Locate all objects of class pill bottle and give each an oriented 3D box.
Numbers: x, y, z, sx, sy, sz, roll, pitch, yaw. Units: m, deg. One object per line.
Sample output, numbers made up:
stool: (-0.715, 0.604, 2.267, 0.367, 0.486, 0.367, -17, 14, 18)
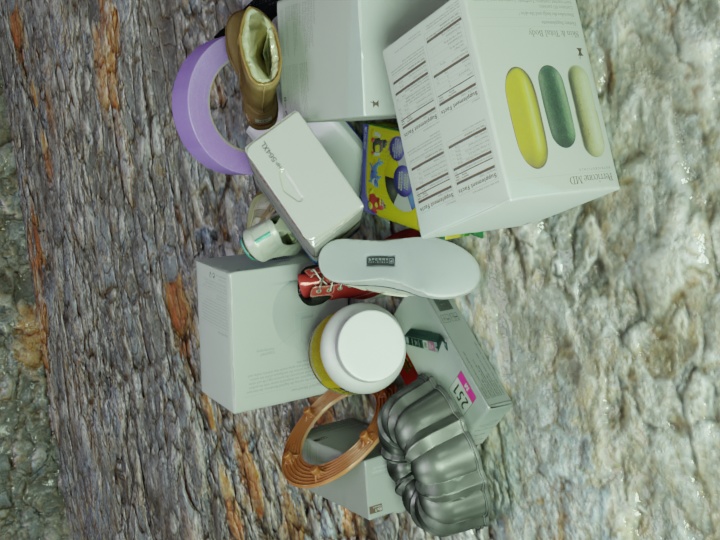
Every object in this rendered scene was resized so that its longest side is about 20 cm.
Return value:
pill bottle: (-0.003, 0.102, 1.297, 0.200, 0.110, 0.115, 144, 116, -78)

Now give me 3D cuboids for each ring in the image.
ring: (-0.033, 0.213, 1.385, 0.019, 0.201, 0.199, 50, 157, -23)

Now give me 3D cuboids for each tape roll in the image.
tape roll: (-0.175, -0.244, 1.486, 0.065, 0.197, 0.205, 8, 104, 57)

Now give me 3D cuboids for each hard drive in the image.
hard drive: (-0.061, -0.163, 1.392, 0.201, 0.025, 0.132, 50, 127, 9)

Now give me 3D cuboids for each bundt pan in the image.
bundt pan: (0.080, 0.236, 1.236, 0.202, 0.074, 0.206, 159, 91, -75)

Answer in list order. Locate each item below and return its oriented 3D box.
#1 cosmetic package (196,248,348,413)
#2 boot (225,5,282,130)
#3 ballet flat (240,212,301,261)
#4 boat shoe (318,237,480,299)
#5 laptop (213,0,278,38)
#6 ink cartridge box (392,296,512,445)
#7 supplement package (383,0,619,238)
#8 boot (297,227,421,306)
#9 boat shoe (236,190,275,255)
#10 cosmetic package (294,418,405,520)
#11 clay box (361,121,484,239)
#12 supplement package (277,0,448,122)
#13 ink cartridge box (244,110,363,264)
cosmetic package: (-0.127, 0.080, 1.479, 0.122, 0.196, 0.205, 15, 109, 55)
boot: (-0.133, -0.286, 1.284, 0.200, 0.065, 0.179, 117, 138, -79)
ballet flat: (-0.105, -0.057, 1.436, 0.068, 0.200, 0.071, 3, 101, 16)
boat shoe: (0.048, 0.000, 1.229, 0.070, 0.195, 0.073, 58, -146, -80)
laptop: (-0.140, -0.450, 1.474, 0.104, 0.200, 0.176, 51, 158, -24)
ink cartridge box: (0.095, 0.137, 1.279, 0.202, 0.043, 0.175, 62, 142, 30)
supplement package: (0.139, -0.155, 1.022, 0.150, 0.149, 0.204, -22, 78, 57)
boot: (0.000, 0.000, 1.308, 0.199, 0.142, 0.074, -32, 68, 55)
boat shoe: (-0.154, -0.025, 1.625, 0.063, 0.072, 0.204, 42, 124, 52)
cosmetic package: (0.000, 0.273, 1.405, 0.199, 0.105, 0.092, 0, 98, 57)
clay box: (0.076, -0.112, 1.239, 0.199, 0.047, 0.117, 22, 116, 51)
supplement package: (0.010, -0.262, 1.226, 0.199, 0.148, 0.155, 9, 104, 58)
ink cartridge box: (-0.069, -0.099, 1.275, 0.147, 0.084, 0.200, 54, 174, 3)
